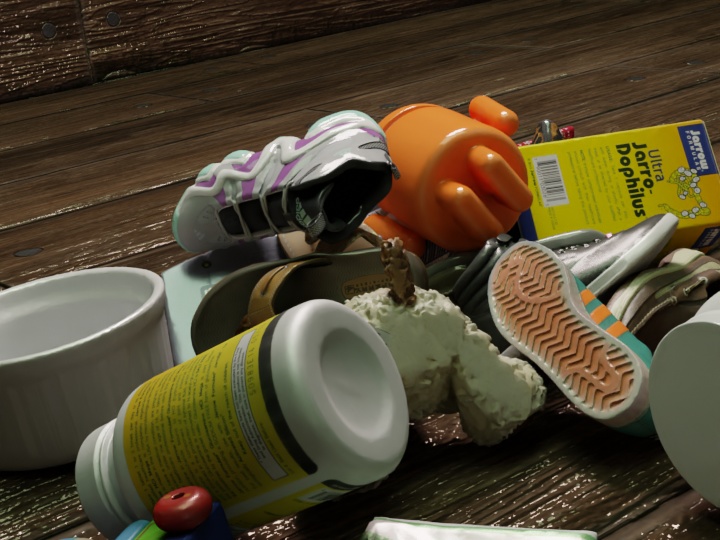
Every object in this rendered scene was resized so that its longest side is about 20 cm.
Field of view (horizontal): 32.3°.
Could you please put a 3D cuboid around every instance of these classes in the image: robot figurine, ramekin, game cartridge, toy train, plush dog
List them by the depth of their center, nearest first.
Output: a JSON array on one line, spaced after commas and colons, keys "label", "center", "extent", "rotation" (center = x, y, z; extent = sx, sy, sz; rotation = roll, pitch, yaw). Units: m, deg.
[{"label": "toy train", "center": [-0.149, 0.195, 0.652], "extent": [0.116, 0.085, 0.200], "rotation": [-11, 15, 22]}, {"label": "plush dog", "center": [0.008, 0.070, 0.908], "extent": [0.200, 0.161, 0.172], "rotation": [-16, -4, -26]}, {"label": "ramekin", "center": [-0.245, 0.078, 0.996], "extent": [0.200, 0.098, 0.201], "rotation": [-10, 18, 3]}, {"label": "game cartridge", "center": [-0.067, 0.031, 1.073], "extent": [0.200, 0.041, 0.133], "rotation": [-9, 62, -7]}, {"label": "robot figurine", "center": [0.072, -0.085, 1.123], "extent": [0.116, 0.144, 0.200], "rotation": [1, 17, -25]}]

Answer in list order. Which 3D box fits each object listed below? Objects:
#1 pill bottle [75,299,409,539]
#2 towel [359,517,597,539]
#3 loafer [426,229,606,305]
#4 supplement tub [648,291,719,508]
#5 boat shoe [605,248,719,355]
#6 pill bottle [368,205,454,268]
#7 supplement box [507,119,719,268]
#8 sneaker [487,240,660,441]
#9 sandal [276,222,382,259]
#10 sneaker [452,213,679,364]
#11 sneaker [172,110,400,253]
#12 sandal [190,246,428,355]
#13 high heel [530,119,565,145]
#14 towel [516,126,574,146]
[{"label": "pill bottle", "center": [-0.078, 0.103, 0.767], "extent": [0.200, 0.113, 0.112], "rotation": [-26, 7, 30]}, {"label": "towel", "center": [0.044, 0.193, 0.669], "extent": [0.152, 0.023, 0.200], "rotation": [0, 19, 19]}, {"label": "loafer", "center": [0.126, 0.023, 1.076], "extent": [0.200, 0.075, 0.070], "rotation": [-18, 54, 11]}, {"label": "supplement tub", "center": [0.296, 0.063, 0.780], "extent": [0.200, 0.145, 0.145], "rotation": [-17, 20, -29]}, {"label": "boat shoe", "center": [0.257, 0.035, 1.006], "extent": [0.075, 0.075, 0.202], "rotation": [21, 34, 29]}, {"label": "pill bottle", "center": [0.002, -0.021, 1.215], "extent": [0.106, 0.106, 0.200], "rotation": [7, 23, 38]}, {"label": "supplement box", "center": [0.232, -0.060, 1.185], "extent": [0.200, 0.110, 0.109], "rotation": [-9, -19, -6]}, {"label": "sneaker", "center": [0.162, 0.056, 0.916], "extent": [0.071, 0.080, 0.200], "rotation": [-44, 40, 11]}, {"label": "sandal", "center": [0.005, -0.003, 1.035], "extent": [0.078, 0.070, 0.212], "rotation": [-31, 63, -19]}, {"label": "sneaker", "center": [0.161, -0.008, 1.016], "extent": [0.200, 0.099, 0.071], "rotation": [-37, -19, -8]}, {"label": "sneaker", "center": [-0.061, -0.053, 1.018], "extent": [0.200, 0.078, 0.140], "rotation": [-30, 31, 3]}, {"label": "sandal", "center": [-0.045, 0.028, 0.987], "extent": [0.200, 0.082, 0.055], "rotation": [-11, 0, 12]}, {"label": "high heel", "center": [0.212, -0.109, 1.351], "extent": [0.071, 0.143, 0.200], "rotation": [-4, 18, 9]}, {"label": "towel", "center": [0.130, -0.094, 1.372], "extent": [0.200, 0.023, 0.145], "rotation": [-20, -20, -23]}]
